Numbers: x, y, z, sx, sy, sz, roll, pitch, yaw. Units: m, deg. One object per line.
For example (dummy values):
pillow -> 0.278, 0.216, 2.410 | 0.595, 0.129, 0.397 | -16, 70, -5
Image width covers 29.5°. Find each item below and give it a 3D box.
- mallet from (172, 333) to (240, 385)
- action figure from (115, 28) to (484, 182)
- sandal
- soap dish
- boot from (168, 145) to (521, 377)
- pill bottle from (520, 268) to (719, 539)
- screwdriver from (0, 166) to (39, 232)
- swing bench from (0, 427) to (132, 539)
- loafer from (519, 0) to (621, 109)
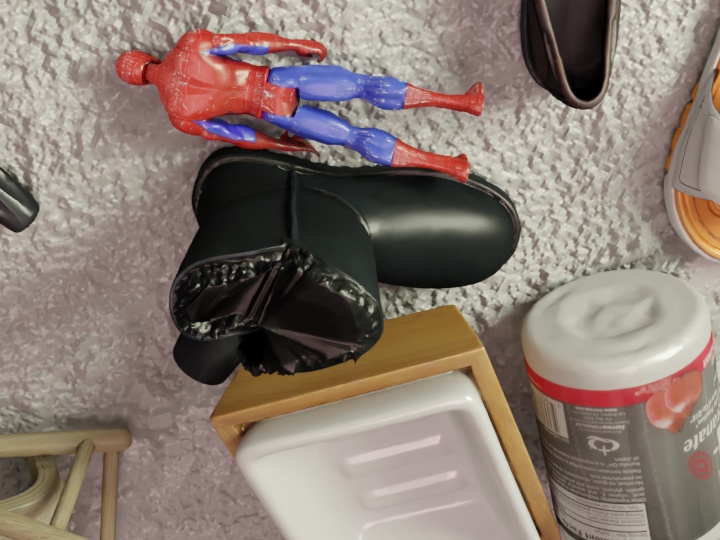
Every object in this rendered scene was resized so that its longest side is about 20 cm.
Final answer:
mallet -> -0.012, 0.057, 0.838 | 0.199, 0.041, 0.066 | 18, 118, -17
action figure -> -0.036, -0.093, 0.750 | 0.199, 0.052, 0.066 | 11, 110, -4
sandal -> 0.224, -0.090, 0.763 | 0.079, 0.059, 0.208 | 4, 117, -5
soap dish -> 0.021, 0.112, 0.809 | 0.157, 0.081, 0.200 | -15, 135, 11
boot -> 0.000, 0.000, 0.733 | 0.199, 0.168, 0.077 | 10, 116, -9
pill bottle -> 0.167, 0.110, 0.832 | 0.110, 0.111, 0.201 | -13, 117, 3
screwdriver -> -0.257, -0.088, 0.745 | 0.028, 0.029, 0.200 | -41, 118, 16
swing bench -> -0.253, 0.200, 0.844 | 0.199, 0.130, 0.200 | 7, 117, -1
loafer -> 0.111, -0.180, 0.707 | 0.071, 0.063, 0.201 | -9, 117, 0
